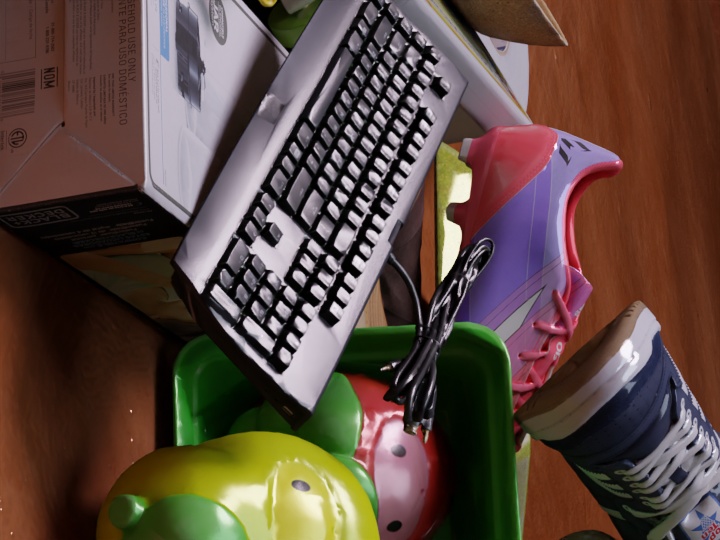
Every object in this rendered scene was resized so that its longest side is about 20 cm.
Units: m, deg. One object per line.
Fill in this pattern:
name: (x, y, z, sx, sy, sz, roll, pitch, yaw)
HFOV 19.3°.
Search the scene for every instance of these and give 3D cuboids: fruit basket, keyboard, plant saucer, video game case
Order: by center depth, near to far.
keyboard: (0.005, -0.018, 0.792, 0.127, 0.021, 0.200, 49, 41, -22)
fruit basket: (-0.015, 0.113, 0.796, 0.216, 0.155, 0.216, 178, -90, -89)
video game case: (0.006, -0.156, 0.984, 0.182, 0.023, 0.200, 61, 10, 23)
plant saucer: (0.033, -0.185, 1.031, 0.200, 0.035, 0.200, 55, 10, -15)
plant saucer: (0.064, 0.062, 1.150, 0.200, 0.048, 0.200, 85, 5, -61)

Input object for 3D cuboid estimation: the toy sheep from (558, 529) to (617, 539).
toy sheep: (0.053, 0.195, 0.941, 0.138, 0.200, 0.138, 34, 19, -13)

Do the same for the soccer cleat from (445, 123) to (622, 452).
soccer cleat: (0.068, 0.032, 0.981, 0.067, 0.076, 0.201, 5, 95, -78)

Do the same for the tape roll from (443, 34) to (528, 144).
tape roll: (0.047, -0.176, 1.274, 0.200, 0.066, 0.201, -9, 90, -74)

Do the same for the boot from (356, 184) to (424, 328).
boot: (0.000, 0.000, 1.008, 0.166, 0.072, 0.201, 48, 47, -77)

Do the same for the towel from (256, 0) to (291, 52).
towel: (-0.007, -0.125, 1.086, 0.200, 0.048, 0.112, -2, 76, -73)

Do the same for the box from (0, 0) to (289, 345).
box: (-0.070, -0.048, 0.805, 0.200, 0.060, 0.117, 45, 39, -65)

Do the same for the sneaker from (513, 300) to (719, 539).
sneaker: (0.124, 0.079, 0.882, 0.109, 0.070, 0.200, 49, 0, 8)

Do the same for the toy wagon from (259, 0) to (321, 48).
toy wagon: (-0.051, -0.163, 0.843, 0.155, 0.040, 0.200, 60, 1, -34)
